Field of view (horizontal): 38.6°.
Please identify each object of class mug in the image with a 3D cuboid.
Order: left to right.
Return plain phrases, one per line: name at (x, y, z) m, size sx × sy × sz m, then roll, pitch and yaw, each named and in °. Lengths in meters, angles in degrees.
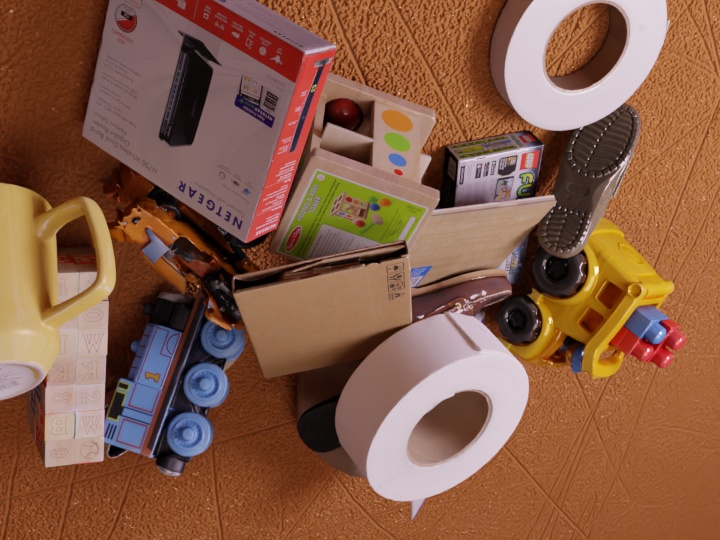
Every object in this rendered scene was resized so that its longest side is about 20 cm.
mug at (-0.315, 0.019, 0.870) m, size 0.149 × 0.154 × 0.186 m, roll 5°, pitch 148°, yaw -43°

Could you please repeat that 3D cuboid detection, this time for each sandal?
sandal at (0.017, 0.151, 1.138) m, size 0.200 × 0.045 × 0.075 m, roll -31°, pitch 101°, yaw 15°

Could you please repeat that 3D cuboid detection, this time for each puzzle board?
puzzle board at (0.101, -0.029, 1.130) m, size 0.199 × 0.017 × 0.151 m, roll -8°, pitch 151°, yaw -32°

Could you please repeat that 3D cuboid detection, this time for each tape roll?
tape roll at (0.076, 0.143, 1.073) m, size 0.202 × 0.071 × 0.203 m, roll -19°, pitch 133°, yaw -21°
tape roll at (0.235, -0.246, 1.102) m, size 0.202 × 0.037 × 0.203 m, roll -15°, pitch 131°, yaw -17°

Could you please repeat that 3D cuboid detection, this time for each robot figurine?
robot figurine at (-0.165, -0.018, 1.015) m, size 0.058 × 0.145 × 0.200 m, roll -36°, pitch 125°, yaw 12°

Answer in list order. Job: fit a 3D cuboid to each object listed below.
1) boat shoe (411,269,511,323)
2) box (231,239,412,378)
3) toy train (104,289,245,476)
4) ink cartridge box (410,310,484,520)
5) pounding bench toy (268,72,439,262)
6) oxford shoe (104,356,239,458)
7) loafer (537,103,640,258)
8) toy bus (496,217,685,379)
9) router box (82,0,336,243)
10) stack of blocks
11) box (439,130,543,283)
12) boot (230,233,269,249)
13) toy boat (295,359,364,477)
boat shoe at (0.091, 0.051, 1.182) m, size 0.199 × 0.071 × 0.070 m, roll -14°, pitch 159°, yaw -22°
box at (-0.030, 0.043, 0.995) m, size 0.163 × 0.021 × 0.200 m, roll -12°, pitch 152°, yaw -3°
toy train at (-0.195, 0.112, 1.089) m, size 0.114 × 0.087 × 0.201 m, roll 18°, pitch 80°, yaw -3°
ink cartridge box at (0.093, 0.175, 1.291) m, size 0.198 × 0.047 × 0.201 m, roll -50°, pitch 153°, yaw -46°
pounding bench toy at (-0.019, -0.068, 1.027) m, size 0.124 × 0.156 × 0.200 m, roll 18°, pitch 131°, yaw -13°
oxford shoe at (-0.211, 0.141, 1.158) m, size 0.200 × 0.074 × 0.071 m, roll -36°, pitch 134°, yaw 3°
loafer at (0.259, -0.103, 1.185) m, size 0.200 × 0.076 × 0.067 m, roll -60°, pitch 165°, yaw -8°
toy bus at (0.290, 0.064, 1.259) m, size 0.136 × 0.192 × 0.200 m, roll -4°, pitch 133°, yaw -53°
router box at (-0.135, -0.151, 0.880) m, size 0.049 × 0.200 × 0.180 m, roll -30°, pitch 147°, yaw -54°
stack of blocks at (-0.296, 0.080, 1.033) m, size 0.058 × 0.115 × 0.201 m, roll -2°, pitch 108°, yaw -26°
box at (0.147, -0.062, 1.207) m, size 0.110 × 0.035 × 0.201 m, roll -12°, pitch 131°, yaw -19°
boot at (-0.097, -0.131, 0.956) m, size 0.070 × 0.132 × 0.201 m, roll -6°, pitch 129°, yaw -22°
toy boat at (0.001, 0.153, 1.265) m, size 0.131 × 0.130 × 0.201 m, roll -34°, pitch 143°, yaw -41°
